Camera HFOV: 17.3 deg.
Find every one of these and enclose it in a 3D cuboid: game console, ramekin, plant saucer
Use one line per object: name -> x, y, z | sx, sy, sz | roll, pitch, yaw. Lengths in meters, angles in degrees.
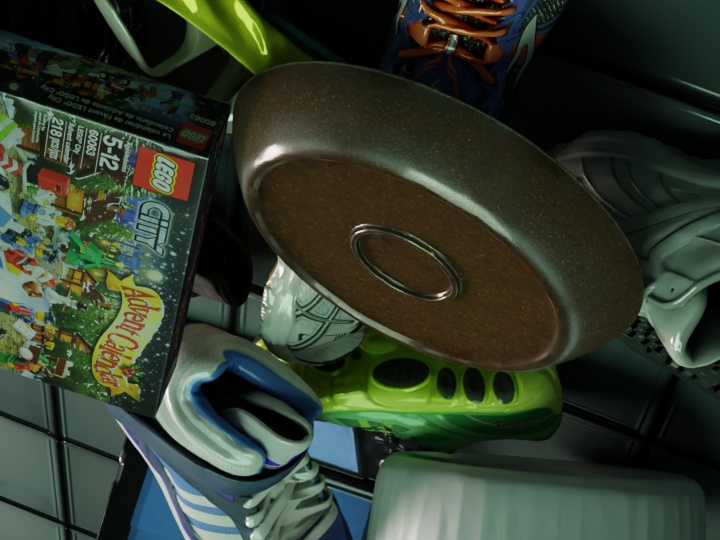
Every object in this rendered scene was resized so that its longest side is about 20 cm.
game console -> -0.067, 0.135, 1.447 | 0.200, 0.118, 0.171 | 16, 152, 13
ramekin -> 0.096, 0.155, 1.298 | 0.200, 0.098, 0.200 | 5, 178, 0
plant saucer -> 0.025, -0.014, 1.032 | 0.200, 0.034, 0.200 | 25, 156, 12

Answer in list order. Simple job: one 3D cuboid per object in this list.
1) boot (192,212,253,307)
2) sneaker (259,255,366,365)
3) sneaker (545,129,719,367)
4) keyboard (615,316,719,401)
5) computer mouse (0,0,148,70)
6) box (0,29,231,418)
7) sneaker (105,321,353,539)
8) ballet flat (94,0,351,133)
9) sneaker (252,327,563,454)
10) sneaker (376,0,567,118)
boot -> -0.157, -0.039, 1.278 | 0.132, 0.070, 0.200 | -8, 150, 42
sneaker -> 0.000, 0.000, 1.200 | 0.088, 0.076, 0.200 | 19, 153, 11
sneaker -> 0.137, -0.005, 1.054 | 0.200, 0.099, 0.078 | -1, 145, 39
keyboard -> 0.169, 0.027, 1.176 | 0.200, 0.021, 0.127 | 29, 153, -12
computer mouse -> -0.198, -0.134, 1.122 | 0.200, 0.053, 0.139 | 32, 130, -3
box -> -0.144, -0.021, 1.113 | 0.137, 0.038, 0.200 | 18, 140, 2
sneaker -> -0.050, 0.112, 1.260 | 0.200, 0.081, 0.146 | 53, 160, -15
ballet flat -> -0.062, -0.103, 1.067 | 0.200, 0.067, 0.067 | 41, 178, -28
sneaker -> 0.020, 0.069, 1.309 | 0.200, 0.074, 0.084 | 5, 144, 32
sneaker -> 0.046, -0.098, 0.985 | 0.075, 0.078, 0.200 | 21, 153, 4
